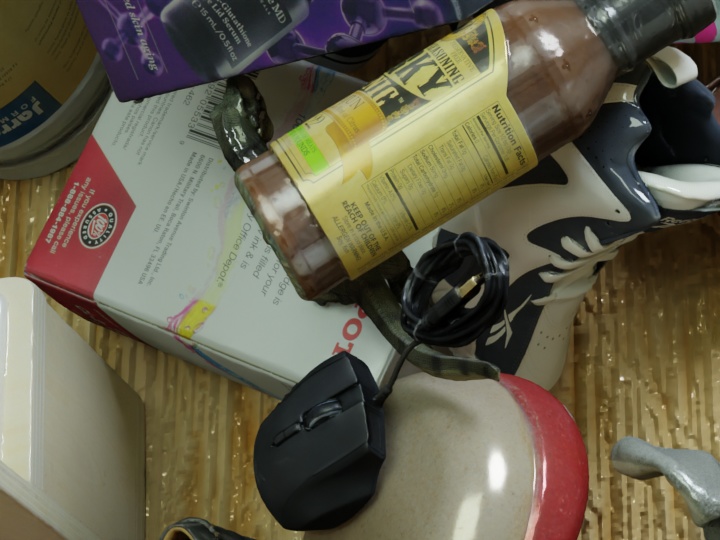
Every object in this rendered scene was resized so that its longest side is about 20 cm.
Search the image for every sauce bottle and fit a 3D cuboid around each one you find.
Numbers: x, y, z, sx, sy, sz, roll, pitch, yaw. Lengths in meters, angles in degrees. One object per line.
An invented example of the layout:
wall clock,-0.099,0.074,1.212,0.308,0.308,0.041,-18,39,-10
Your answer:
sauce bottle,0.047,-0.064,0.965,0.200,0.065,0.065,-32,59,-3

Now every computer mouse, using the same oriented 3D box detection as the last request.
computer mouse,0.001,0.045,0.962,0.200,0.034,0.059,-54,39,46

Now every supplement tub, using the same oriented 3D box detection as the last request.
supplement tub,-0.208,-0.140,1.212,0.144,0.200,0.145,-9,65,20

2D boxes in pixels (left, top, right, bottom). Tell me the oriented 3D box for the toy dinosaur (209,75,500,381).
toy dinosaur,0.000,0.000,1.032,0.047,0.088,0.200,-43,60,-2

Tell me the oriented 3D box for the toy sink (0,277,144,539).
toy sink,-0.191,0.076,1.107,0.130,0.200,0.113,-8,66,14

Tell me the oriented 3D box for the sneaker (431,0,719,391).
sneaker,0.104,-0.019,1.043,0.129,0.079,0.200,22,118,37

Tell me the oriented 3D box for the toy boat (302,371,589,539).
toy boat,0.050,0.138,1.034,0.131,0.130,0.201,58,135,51

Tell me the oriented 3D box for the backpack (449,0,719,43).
backpack,0.136,-0.183,1.091,0.199,0.151,0.178,6,44,32

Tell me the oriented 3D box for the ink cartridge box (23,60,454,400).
ink cartridge box,-0.035,-0.018,1.153,0.199,0.083,0.146,21,78,27

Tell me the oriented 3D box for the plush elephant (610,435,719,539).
plush elephant,0.169,0.139,0.972,0.164,0.155,0.201,16,112,-11

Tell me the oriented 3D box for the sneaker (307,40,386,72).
sneaker,-0.061,-0.174,1.171,0.199,0.079,0.079,27,59,-14

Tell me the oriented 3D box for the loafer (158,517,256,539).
loafer,-0.074,0.208,1.081,0.073,0.072,0.201,-13,65,17

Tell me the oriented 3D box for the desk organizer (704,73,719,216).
desk organizer,0.237,-0.084,1.074,0.200,0.072,0.077,-37,62,5

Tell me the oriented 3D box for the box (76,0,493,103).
box,-0.032,-0.170,1.031,0.199,0.148,0.104,-11,19,39
